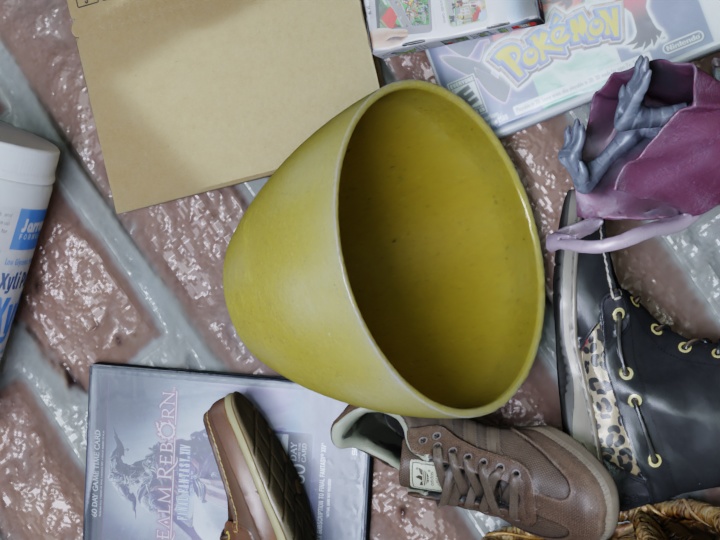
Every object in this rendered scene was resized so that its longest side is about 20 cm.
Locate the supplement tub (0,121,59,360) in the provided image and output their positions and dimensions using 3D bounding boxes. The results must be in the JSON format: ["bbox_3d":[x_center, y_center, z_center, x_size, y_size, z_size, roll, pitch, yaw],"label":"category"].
[{"bbox_3d":[-0.286,-0.003,1.092,0.131,0.132,0.202,20,98,11],"label":"supplement tub"}]

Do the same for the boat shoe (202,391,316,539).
[{"bbox_3d":[-0.063,0.179,1.065,0.067,0.072,0.202,-21,91,11],"label":"boat shoe"}]

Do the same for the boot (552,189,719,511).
[{"bbox_3d":[0.195,0.047,1.019,0.149,0.073,0.202,-4,79,6],"label":"boot"}]

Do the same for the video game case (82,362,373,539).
[{"bbox_3d":[-0.090,0.141,1.115,0.198,0.019,0.145,4,94,11],"label":"video game case"}]

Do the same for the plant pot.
[{"bbox_3d":[0.000,0.000,1.016,0.141,0.199,0.202,-15,90,40],"label":"plant pot"}]

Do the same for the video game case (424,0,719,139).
[{"bbox_3d":[0.125,-0.196,1.046,0.198,0.023,0.184,-21,88,13],"label":"video game case"}]

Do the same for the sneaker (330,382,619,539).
[{"bbox_3d":[0.064,0.125,1.007,0.199,0.075,0.071,21,122,45],"label":"sneaker"}]

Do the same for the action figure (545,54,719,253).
[{"bbox_3d":[0.227,-0.058,0.967,0.198,0.134,0.150,14,92,-22],"label":"action figure"}]

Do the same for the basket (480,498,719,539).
[{"bbox_3d":[0.161,0.189,0.961,0.149,0.200,0.143,44,101,-1],"label":"basket"}]

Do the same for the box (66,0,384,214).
[{"bbox_3d":[-0.088,-0.138,1.096,0.198,0.021,0.165,-13,90,13],"label":"box"}]

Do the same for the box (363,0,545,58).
[{"bbox_3d":[0.044,-0.242,1.032,0.109,0.035,0.202,-9,91,12],"label":"box"}]
